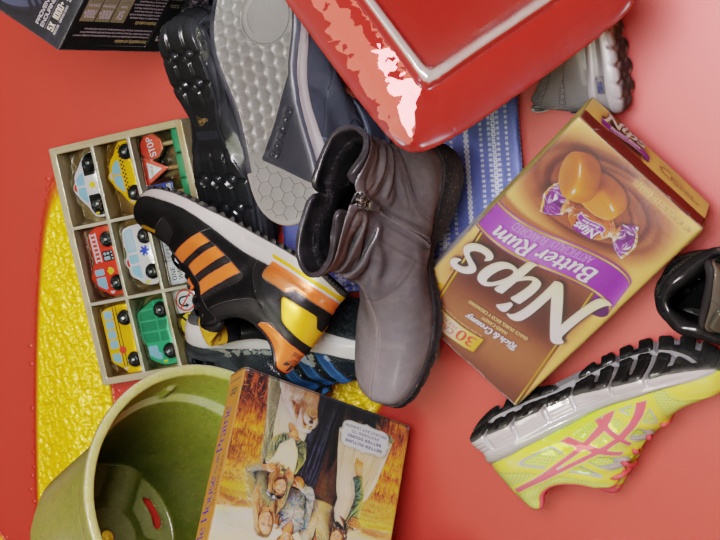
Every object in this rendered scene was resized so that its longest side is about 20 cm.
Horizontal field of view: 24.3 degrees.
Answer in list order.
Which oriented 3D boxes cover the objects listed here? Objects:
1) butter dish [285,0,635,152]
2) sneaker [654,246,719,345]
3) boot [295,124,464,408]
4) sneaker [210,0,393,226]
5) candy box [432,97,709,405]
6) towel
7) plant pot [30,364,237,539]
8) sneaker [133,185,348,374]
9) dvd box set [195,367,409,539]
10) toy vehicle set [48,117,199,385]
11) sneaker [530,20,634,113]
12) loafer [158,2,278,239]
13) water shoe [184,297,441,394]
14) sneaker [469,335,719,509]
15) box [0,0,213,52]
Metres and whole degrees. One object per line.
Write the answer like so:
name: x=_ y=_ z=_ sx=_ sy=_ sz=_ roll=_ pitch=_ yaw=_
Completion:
butter dish: x=0.051 y=-0.189 z=1.135 sx=0.199 sy=0.148 sz=0.200 roll=-35 pitch=82 yaw=-9
sneaker: x=0.295 y=0.012 z=1.134 sx=0.199 sy=0.114 sz=0.076 roll=-6 pitch=97 yaw=20
boot: x=0.000 y=0.000 z=1.159 sx=0.070 sy=0.132 sz=0.200 roll=11 pitch=97 yaw=35
sneaker: x=-0.034 y=-0.136 z=1.205 sx=0.077 sy=0.146 sz=0.203 roll=-7 pitch=92 yaw=30
candy box: x=0.138 y=-0.011 z=1.198 sx=0.117 sy=0.056 sz=0.200 roll=41 pitch=119 yaw=-1
towel: x=0.030 y=-0.058 z=1.278 sx=0.200 sy=0.024 sz=0.145 roll=-4 pitch=94 yaw=19
plant pot: x=-0.159 y=0.193 z=1.286 sx=0.184 sy=0.200 sz=0.201 roll=-29 pitch=86 yaw=51
sneaker: x=-0.108 y=0.007 z=1.241 sx=0.200 sy=0.070 sz=0.090 roll=26 pitch=83 yaw=30
dvd box set: x=-0.046 y=0.186 z=1.223 sx=0.146 sy=0.200 sz=0.029 roll=22 pitch=151 yaw=-20
toy vehicle set: x=-0.172 y=-0.014 z=1.355 sx=0.124 sy=0.027 sz=0.200 roll=-12 pitch=93 yaw=22
sneaker: x=0.136 y=-0.205 z=1.184 sx=0.082 sy=0.075 sz=0.200 roll=-9 pitch=95 yaw=20
loafer: x=-0.096 y=-0.109 z=1.292 sx=0.068 sy=0.070 sz=0.201 roll=3 pitch=116 yaw=41
water shoe: x=-0.036 y=0.066 z=1.292 sx=0.200 sy=0.072 sz=0.079 roll=6 pitch=119 yaw=10
sneaker: x=0.185 y=0.114 z=1.217 sx=0.200 sy=0.078 sz=0.090 roll=-24 pitch=99 yaw=26
box: x=-0.166 y=-0.251 z=1.227 sx=0.086 sy=0.200 sz=0.164 roll=35 pitch=108 yaw=15
